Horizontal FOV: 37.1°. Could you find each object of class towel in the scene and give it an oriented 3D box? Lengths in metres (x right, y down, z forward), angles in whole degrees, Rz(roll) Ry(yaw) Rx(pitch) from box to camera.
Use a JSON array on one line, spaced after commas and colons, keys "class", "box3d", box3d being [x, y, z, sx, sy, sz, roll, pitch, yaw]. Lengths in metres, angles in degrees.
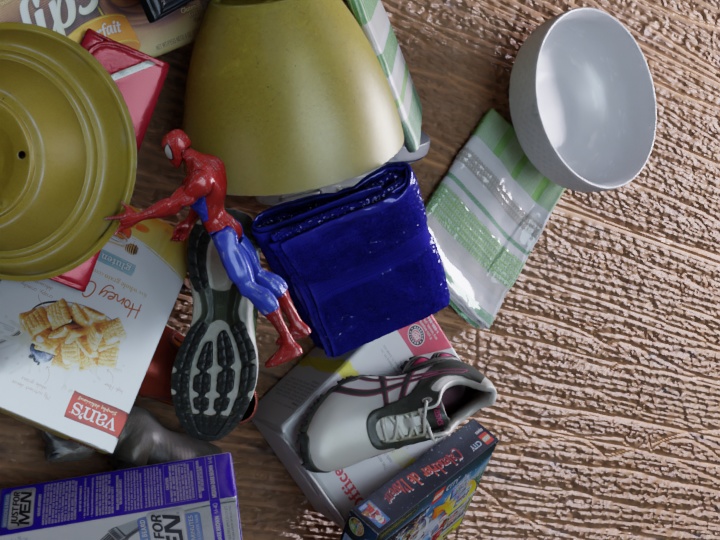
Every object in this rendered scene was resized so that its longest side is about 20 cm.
[{"class": "towel", "box3d": [0.014, -0.225, 1.029, 0.023, 0.153, 0.202, -19, 110, 12]}, {"class": "towel", "box3d": [0.141, -0.055, 1.181, 0.149, 0.031, 0.201, 41, 73, -30]}, {"class": "towel", "box3d": [0.000, 0.000, 0.959, 0.146, 0.050, 0.201, -19, 144, 4]}]

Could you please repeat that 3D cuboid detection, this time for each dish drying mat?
[{"class": "dish drying mat", "box3d": [-0.226, -0.090, 0.881, 0.076, 0.018, 0.203, 21, 86, -17]}]

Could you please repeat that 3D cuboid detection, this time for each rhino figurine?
[{"class": "rhino figurine", "box3d": [-0.205, 0.170, 0.968, 0.199, 0.060, 0.088, 33, 82, -29]}]

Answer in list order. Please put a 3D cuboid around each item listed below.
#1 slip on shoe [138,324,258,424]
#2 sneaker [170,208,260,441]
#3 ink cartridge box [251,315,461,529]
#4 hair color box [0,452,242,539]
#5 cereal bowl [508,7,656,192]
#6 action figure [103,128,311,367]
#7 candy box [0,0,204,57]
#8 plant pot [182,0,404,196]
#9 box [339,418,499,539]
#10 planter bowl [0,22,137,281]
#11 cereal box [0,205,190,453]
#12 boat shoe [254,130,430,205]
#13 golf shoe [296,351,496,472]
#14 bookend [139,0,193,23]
[{"class": "slip on shoe", "box3d": [-0.175, 0.090, 0.977, 0.198, 0.061, 0.075, 28, 83, -29]}, {"class": "sneaker", "box3d": [-0.118, 0.049, 0.953, 0.076, 0.089, 0.204, 8, 90, 4]}, {"class": "ink cartridge box", "box3d": [0.006, 0.136, 1.083, 0.200, 0.083, 0.146, -43, 114, -22]}, {"class": "hair color box", "box3d": [-0.200, 0.231, 0.918, 0.196, 0.065, 0.111, -7, 122, -8]}, {"class": "cereal bowl", "box3d": [0.235, -0.183, 1.187, 0.198, 0.083, 0.204, 3, 84, -37]}, {"class": "action figure", "box3d": [-0.126, -0.012, 0.864, 0.098, 0.065, 0.202, -20, 107, 14]}, {"class": "candy box", "box3d": [-0.238, -0.220, 0.908, 0.198, 0.055, 0.117, -29, 110, -26]}, {"class": "plant pot", "box3d": [-0.067, -0.169, 0.921, 0.198, 0.199, 0.144, -22, 119, -28]}, {"class": "box", "box3d": [0.051, 0.249, 1.082, 0.199, 0.038, 0.138, -27, 143, -44]}, {"class": "planter bowl", "box3d": [-0.276, -0.086, 0.809, 0.197, 0.083, 0.204, 1, 98, 5]}, {"class": "cereal box", "box3d": [-0.238, 0.036, 0.909, 0.142, 0.039, 0.203, 26, 71, -19]}, {"class": "boat shoe", "box3d": [-0.019, -0.102, 1.061, 0.198, 0.071, 0.071, -14, 130, -34]}, {"class": "golf shoe", "box3d": [0.034, 0.131, 1.001, 0.198, 0.088, 0.078, -24, 107, -27]}, {"class": "bookend", "box3d": [-0.070, -0.301, 0.877, 0.093, 0.197, 0.199, 66, 26, -19]}]
